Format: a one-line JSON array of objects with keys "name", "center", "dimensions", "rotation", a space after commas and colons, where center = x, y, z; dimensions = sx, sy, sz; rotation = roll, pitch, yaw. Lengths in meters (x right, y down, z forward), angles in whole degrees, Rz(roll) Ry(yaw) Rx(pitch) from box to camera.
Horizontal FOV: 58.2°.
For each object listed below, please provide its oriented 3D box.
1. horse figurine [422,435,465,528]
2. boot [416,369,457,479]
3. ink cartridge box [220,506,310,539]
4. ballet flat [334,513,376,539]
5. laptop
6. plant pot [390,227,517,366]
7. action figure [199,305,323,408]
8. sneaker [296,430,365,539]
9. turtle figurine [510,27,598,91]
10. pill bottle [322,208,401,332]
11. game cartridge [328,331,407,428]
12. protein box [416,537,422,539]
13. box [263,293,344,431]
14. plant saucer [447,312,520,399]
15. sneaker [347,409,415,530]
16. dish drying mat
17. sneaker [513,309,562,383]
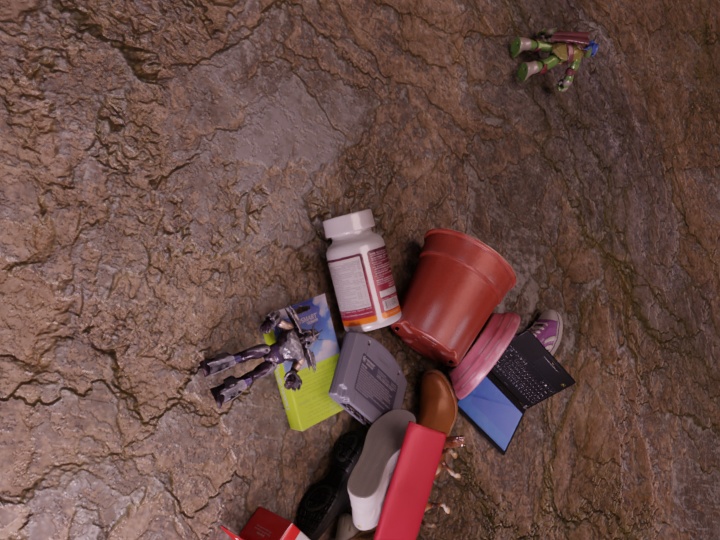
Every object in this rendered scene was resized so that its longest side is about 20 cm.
[{"name": "horse figurine", "center": [0.111, 0.368, 1.111], "dimensions": [0.131, 0.050, 0.203], "rotation": [21, 87, -34]}, {"name": "boot", "center": [0.115, 0.297, 1.202], "dimensions": [0.154, 0.076, 0.204], "rotation": [-10, 104, -57]}, {"name": "ink cartridge box", "center": [-0.114, 0.443, 1.010], "dimensions": [0.201, 0.115, 0.067], "rotation": [51, 60, -21]}, {"name": "ballet flat", "center": [0.005, 0.441, 1.133], "dimensions": [0.199, 0.068, 0.073], "rotation": [-31, 93, -36]}, {"name": "laptop", "center": [0.324, 0.256, 1.350], "dimensions": [0.177, 0.199, 0.104], "rotation": [44, 28, -20]}, {"name": "plant pot", "center": [0.163, 0.059, 1.224], "dimensions": [0.200, 0.200, 0.197], "rotation": [40, 71, -25]}, {"name": "action figure", "center": [-0.145, 0.138, 1.013], "dimensions": [0.198, 0.069, 0.132], "rotation": [-24, 92, -16]}, {"name": "sneaker", "center": [-0.030, 0.381, 1.110], "dimensions": [0.201, 0.075, 0.091], "rotation": [-53, 123, -24]}, {"name": "turtle figurine", "center": [0.452, -0.506, 1.565], "dimensions": [0.191, 0.200, 0.146], "rotation": [-10, 114, -17]}, {"name": "pill bottle", "center": [0.000, 0.000, 1.150], "dimensions": [0.108, 0.109, 0.204], "rotation": [-16, 94, -36]}, {"name": "game cartridge", "center": [0.018, 0.198, 1.146], "dimensions": [0.200, 0.040, 0.135], "rotation": [49, 52, -44]}, {"name": "protein box", "center": [0.041, 0.590, 1.095], "dimensions": [0.197, 0.134, 0.203], "rotation": [-28, 101, -35]}, {"name": "box", "center": [-0.090, 0.154, 1.104], "dimensions": [0.121, 0.047, 0.204], "rotation": [-19, 96, -37]}, {"name": "plant saucer", "center": [0.234, 0.158, 1.269], "dimensions": [0.051, 0.201, 0.201], "rotation": [36, 61, 6]}, {"name": "sneaker", "center": [0.035, 0.339, 1.102], "dimensions": [0.200, 0.073, 0.117], "rotation": [-48, 146, -45]}, {"name": "dish drying mat", "center": [0.080, 0.354, 1.057], "dimensions": [0.076, 0.018, 0.203], "rotation": [22, 81, -23]}, {"name": "sneaker", "center": [0.376, 0.151, 1.435], "dimensions": [0.114, 0.072, 0.202], "rotation": [41, 63, -22]}]
